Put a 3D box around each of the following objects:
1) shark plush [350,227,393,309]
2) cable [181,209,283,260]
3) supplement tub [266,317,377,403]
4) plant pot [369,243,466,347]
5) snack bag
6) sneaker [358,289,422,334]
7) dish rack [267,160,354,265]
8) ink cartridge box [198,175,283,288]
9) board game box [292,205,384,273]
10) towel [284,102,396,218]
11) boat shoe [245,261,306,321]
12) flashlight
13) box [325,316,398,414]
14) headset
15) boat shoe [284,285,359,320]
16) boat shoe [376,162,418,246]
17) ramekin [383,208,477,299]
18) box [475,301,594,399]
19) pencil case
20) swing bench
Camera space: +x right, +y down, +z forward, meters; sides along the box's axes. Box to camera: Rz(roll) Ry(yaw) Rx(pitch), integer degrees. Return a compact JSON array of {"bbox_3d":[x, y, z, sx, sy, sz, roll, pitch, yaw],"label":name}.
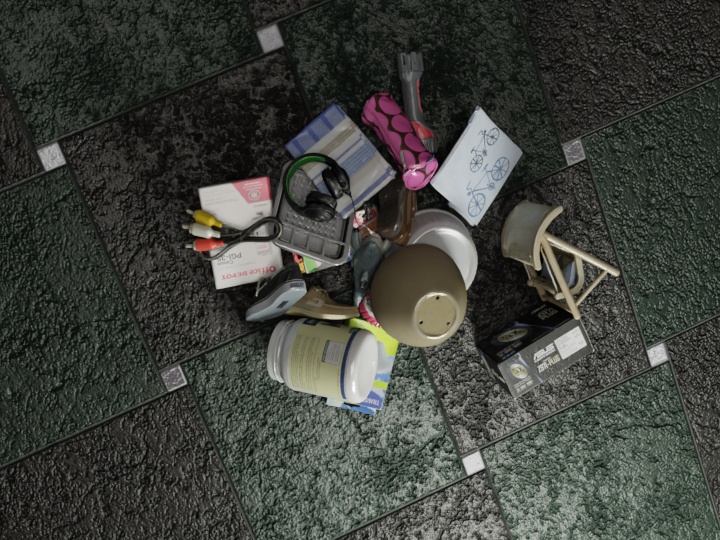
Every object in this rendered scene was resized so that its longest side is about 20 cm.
[{"bbox_3d":[0.000,0.000,1.606,0.089,0.084,0.202,19,126,-14],"label":"shark plush"},{"bbox_3d":[-0.244,-0.062,1.489,0.194,0.050,0.100,5,100,16],"label":"cable"},{"bbox_3d":[-0.075,0.177,1.578,0.195,0.144,0.149,9,98,20],"label":"supplement tub"},{"bbox_3d":[0.127,0.065,1.522,0.194,0.135,0.206,-4,107,-12],"label":"plant pot"},{"bbox_3d":[0.236,-0.210,1.613,0.199,0.021,0.191,30,94,-46],"label":"snack bag"},{"bbox_3d":[0.094,0.094,1.629,0.196,0.082,0.075,22,123,-28],"label":"sneaker"},{"bbox_3d":[-0.096,-0.110,1.573,0.168,0.044,0.205,18,60,-14],"label":"dish rack"},{"bbox_3d":[-0.238,-0.078,1.578,0.142,0.083,0.206,-10,99,-7],"label":"ink cartridge box"},{"bbox_3d":[-0.049,-0.063,1.639,0.195,0.030,0.098,-16,100,-3],"label":"board game box"},{"bbox_3d":[-0.040,-0.222,1.586,0.146,0.024,0.201,-40,83,-6],"label":"towel"},{"bbox_3d":[-0.172,0.042,1.537,0.072,0.199,0.070,-1,67,-31],"label":"boat shoe"},{"bbox_3d":[0.115,-0.340,1.608,0.066,0.068,0.206,-7,95,-3],"label":"flashlight"},{"bbox_3d":[0.005,0.206,1.674,0.119,0.048,0.205,13,95,-10],"label":"box"},{"bbox_3d":[-0.062,-0.153,1.513,0.197,0.094,0.125,31,77,11],"label":"headset"},{"bbox_3d":[-0.096,0.064,1.616,0.194,0.072,0.067,7,89,9],"label":"boat shoe"},{"bbox_3d":[0.081,-0.138,1.596,0.072,0.074,0.204,39,52,-38],"label":"boat shoe"},{"bbox_3d":[0.152,-0.020,1.627,0.197,0.094,0.208,-3,105,-12],"label":"ramekin"},{"bbox_3d":[0.365,0.164,1.663,0.197,0.164,0.087,-30,101,-2],"label":"box"},{"bbox_3d":[0.073,-0.260,1.551,0.092,0.202,0.091,-8,146,-43],"label":"pencil case"},{"bbox_3d":[0.390,-0.031,1.621,0.200,0.199,0.130,44,90,-11],"label":"swing bench"}]
